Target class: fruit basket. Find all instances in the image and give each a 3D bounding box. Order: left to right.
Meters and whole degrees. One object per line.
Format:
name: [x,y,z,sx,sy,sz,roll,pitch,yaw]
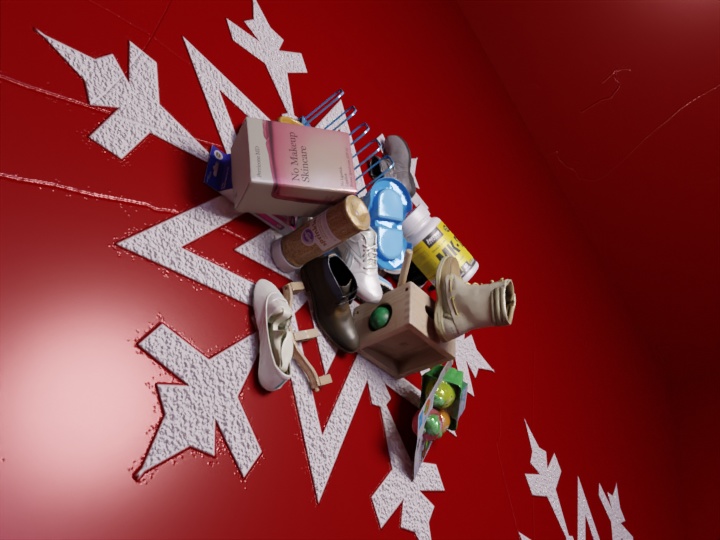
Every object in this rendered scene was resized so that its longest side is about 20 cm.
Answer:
fruit basket: [0.155,0.298,1.188,0.200,0.092,0.188,-55,151,-52]

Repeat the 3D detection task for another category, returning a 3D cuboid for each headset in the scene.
headset: [0.133,-0.005,1.445,0.198,0.094,0.125,24,53,-25]

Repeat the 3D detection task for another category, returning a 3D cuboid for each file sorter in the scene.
file sorter: [-0.032,-0.285,1.294,0.201,0.122,0.139,50,9,-19]

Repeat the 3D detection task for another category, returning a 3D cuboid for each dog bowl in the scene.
dog bowl: [0.054,-0.098,1.264,0.110,0.049,0.203,6,80,-31]

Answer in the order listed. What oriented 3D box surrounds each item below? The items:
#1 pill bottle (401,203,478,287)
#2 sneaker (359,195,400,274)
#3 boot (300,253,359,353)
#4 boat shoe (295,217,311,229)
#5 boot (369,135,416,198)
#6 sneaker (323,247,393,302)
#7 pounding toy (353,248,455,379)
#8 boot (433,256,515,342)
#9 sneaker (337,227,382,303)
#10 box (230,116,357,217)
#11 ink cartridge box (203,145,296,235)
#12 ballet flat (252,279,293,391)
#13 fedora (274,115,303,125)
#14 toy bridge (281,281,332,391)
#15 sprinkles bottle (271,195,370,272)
pill bottle: [0.171,-0.049,1.357,0.200,0.114,0.114,48,35,-3]
sneaker: [0.045,-0.081,1.327,0.201,0.081,0.075,55,48,-6]
boot: [-0.042,0.062,1.101,0.074,0.097,0.202,-30,92,-35]
boat shoe: [-0.083,-0.123,1.202,0.071,0.069,0.201,51,33,-20]
boot: [0.075,-0.286,1.536,0.131,0.069,0.202,9,58,-45]
sneaker: [0.000,0.000,1.234,0.199,0.078,0.091,33,41,-39]
pounding toy: [0.088,0.095,1.192,0.199,0.183,0.144,38,41,-33]
boot: [0.225,0.039,1.141,0.072,0.153,0.202,49,36,-36]
sneaker: [0.000,-0.033,1.139,0.070,0.080,0.203,-3,66,-49]
box: [-0.120,-0.177,1.034,0.197,0.109,0.130,2,69,-28]
ink cartridge box: [-0.200,-0.154,1.099,0.199,0.037,0.096,32,45,-36]
ballet flat: [-0.140,0.100,0.984,0.069,0.069,0.203,23,51,-45]
fedora: [-0.136,-0.243,1.166,0.200,0.082,0.202,39,27,-24]
toy bridge: [-0.106,0.120,1.051,0.067,0.027,0.203,-2,71,-52]
sprinkles bottle: [-0.075,-0.064,1.059,0.068,0.199,0.069,32,44,-38]
